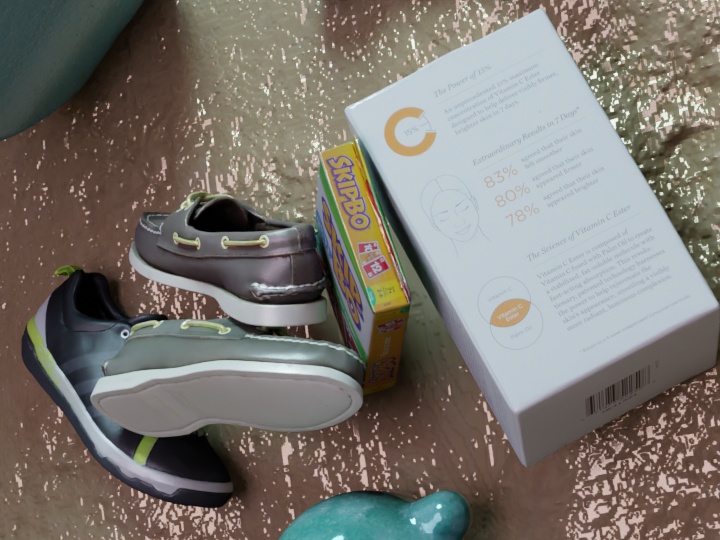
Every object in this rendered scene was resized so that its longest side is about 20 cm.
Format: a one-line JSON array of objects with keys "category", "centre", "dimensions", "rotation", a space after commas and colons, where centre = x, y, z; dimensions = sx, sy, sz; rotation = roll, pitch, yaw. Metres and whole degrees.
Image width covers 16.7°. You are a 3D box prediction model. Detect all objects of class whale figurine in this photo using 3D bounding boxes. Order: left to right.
[{"category": "whale figurine", "centre": [0.027, 0.203, 1.390], "dimensions": [0.199, 0.103, 0.160], "rotation": [21, 99, 35]}]

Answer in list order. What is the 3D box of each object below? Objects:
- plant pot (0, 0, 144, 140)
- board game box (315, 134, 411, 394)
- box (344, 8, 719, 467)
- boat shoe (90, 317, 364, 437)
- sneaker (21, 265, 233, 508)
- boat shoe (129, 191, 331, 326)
[{"category": "plant pot", "centre": [-0.244, -0.200, 1.551], "dimensions": [0.196, 0.199, 0.197], "rotation": [-51, 61, 23]}, {"category": "board game box", "centre": [0.000, 0.000, 1.382], "dimensions": [0.030, 0.200, 0.096], "rotation": [-17, 74, -10]}, {"category": "box", "centre": [0.093, -0.018, 1.329], "dimensions": [0.124, 0.098, 0.201], "rotation": [-27, 68, -4]}, {"category": "boat shoe", "centre": [-0.075, 0.056, 1.440], "dimensions": [0.201, 0.072, 0.061], "rotation": [-6, 51, 40]}, {"category": "sneaker", "centre": [-0.144, 0.068, 1.542], "dimensions": [0.200, 0.071, 0.083], "rotation": [42, 109, 30]}, {"category": "boat shoe", "centre": [-0.081, -0.015, 1.475], "dimensions": [0.200, 0.071, 0.060], "rotation": [23, 115, 58]}]
